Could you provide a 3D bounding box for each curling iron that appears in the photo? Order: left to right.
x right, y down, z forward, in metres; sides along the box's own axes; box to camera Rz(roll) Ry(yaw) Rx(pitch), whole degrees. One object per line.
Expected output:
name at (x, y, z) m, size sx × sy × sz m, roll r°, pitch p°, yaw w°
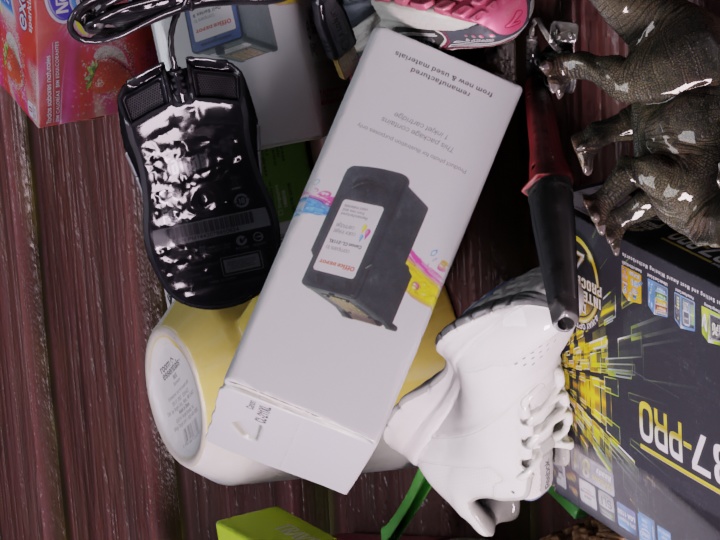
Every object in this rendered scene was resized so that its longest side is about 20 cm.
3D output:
curling iron at (0.090, -0.049, 1.207) m, size 0.050 × 0.025 × 0.201 m, roll 95°, pitch 178°, yaw -48°

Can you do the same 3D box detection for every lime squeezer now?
lime squeezer at (0.060, 0.110, 1.408) m, size 0.200 × 0.038 × 0.071 m, roll -17°, pitch 60°, yaw 57°

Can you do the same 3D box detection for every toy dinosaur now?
toy dinosaur at (0.144, -0.068, 1.140) m, size 0.077 × 0.102 × 0.201 m, roll 51°, pitch -158°, yaw -59°

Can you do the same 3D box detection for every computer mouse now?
computer mouse at (-0.064, -0.083, 1.339) m, size 0.046 × 0.140 × 0.201 m, roll -107°, pitch 0°, yaw -62°

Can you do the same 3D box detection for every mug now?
mug at (-0.040, 0.041, 1.464) m, size 0.149 × 0.153 × 0.187 m, roll 41°, pitch 136°, yaw 51°

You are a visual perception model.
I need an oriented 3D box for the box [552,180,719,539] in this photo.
box at (0.156, 0.060, 1.198) m, size 0.200 × 0.049 × 0.162 m, roll 32°, pitch 133°, yaw 58°

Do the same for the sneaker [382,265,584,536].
sneaker at (0.077, 0.063, 1.255) m, size 0.087 × 0.074 × 0.200 m, roll 53°, pitch 154°, yaw 16°

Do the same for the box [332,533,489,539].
box at (0.001, 0.232, 1.521) m, size 0.200 × 0.109 × 0.129 m, roll -9°, pitch 93°, yaw 64°

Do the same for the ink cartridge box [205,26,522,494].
ink cartridge box at (0.000, 0.000, 1.287) m, size 0.146 × 0.083 × 0.201 m, roll 114°, pitch 179°, yaw -74°

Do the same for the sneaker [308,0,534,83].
sneaker at (0.043, -0.125, 1.319) m, size 0.075 × 0.080 × 0.200 m, roll 65°, pitch 163°, yaw -9°

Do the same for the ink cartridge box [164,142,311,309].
ink cartridge box at (-0.104, -0.040, 1.642) m, size 0.200 × 0.075 × 0.149 m, roll 3°, pitch 104°, yaw 62°

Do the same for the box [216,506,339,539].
box at (-0.009, 0.212, 1.359) m, size 0.200 × 0.047 × 0.123 m, roll 20°, pitch 119°, yaw 57°

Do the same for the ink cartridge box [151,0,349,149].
ink cartridge box at (-0.069, -0.167, 1.434) m, size 0.145 × 0.087 × 0.201 m, roll -31°, pitch -68°, yaw -80°

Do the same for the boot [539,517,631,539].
boot at (0.113, 0.190, 1.329) m, size 0.200 × 0.075 × 0.108 m, roll 129°, pitch 121°, yaw -69°

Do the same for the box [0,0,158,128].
box at (-0.198, -0.211, 1.728) m, size 0.100 × 0.095 × 0.201 m, roll 44°, pitch 139°, yaw 49°
